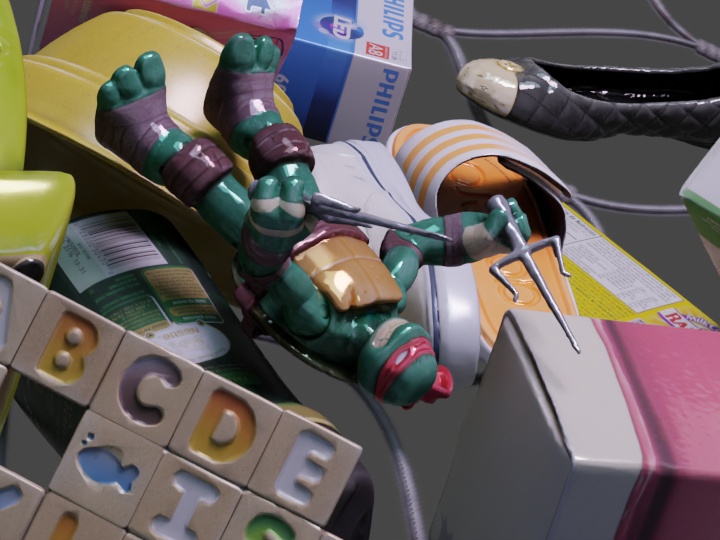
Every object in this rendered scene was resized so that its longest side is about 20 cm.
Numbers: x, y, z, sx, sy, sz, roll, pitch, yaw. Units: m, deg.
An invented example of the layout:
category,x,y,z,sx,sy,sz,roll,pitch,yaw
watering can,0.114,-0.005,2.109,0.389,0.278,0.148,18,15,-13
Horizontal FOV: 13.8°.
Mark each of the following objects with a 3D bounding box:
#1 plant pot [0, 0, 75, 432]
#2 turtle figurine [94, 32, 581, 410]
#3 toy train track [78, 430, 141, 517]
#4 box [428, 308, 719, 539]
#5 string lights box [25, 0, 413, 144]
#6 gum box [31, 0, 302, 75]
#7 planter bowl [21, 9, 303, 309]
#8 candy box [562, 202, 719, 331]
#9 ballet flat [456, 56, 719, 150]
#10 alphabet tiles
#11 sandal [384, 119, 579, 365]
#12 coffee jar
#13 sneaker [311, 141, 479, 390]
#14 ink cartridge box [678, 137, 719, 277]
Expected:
category,x,y,z,sx,sy,sz,roll,pitch,yaw
plant pot,-0.232,-0.008,1.192,0.199,0.200,0.182,-3,42,-32
turtle figurine,-0.014,-0.012,1.197,0.200,0.101,0.149,45,21,25
toy train track,-0.054,0.119,1.128,0.199,0.115,0.033,8,15,11
box,0.147,0.105,1.257,0.199,0.128,0.109,6,33,-19
string lights box,-0.074,-0.131,1.606,0.199,0.059,0.103,14,29,-6
gum box,-0.099,-0.117,1.451,0.113,0.200,0.066,13,68,-8
planter bowl,-0.088,-0.060,1.345,0.200,0.084,0.200,29,-10,6
candy box,0.111,0.021,1.481,0.102,0.027,0.200,-12,41,-41
ballet flat,0.146,-0.105,1.680,0.199,0.057,0.067,3,32,-24
alphabet tiles,-0.094,0.111,1.099,0.199,0.168,0.008,26,-1,5
sandal,0.071,-0.026,1.457,0.079,0.059,0.207,1,35,-19
coffee jar,-0.072,0.068,1.229,0.085,0.105,0.200,-12,41,-28
sneaker,0.000,0.000,1.413,0.070,0.073,0.200,-4,26,-18
ink cartridge box,0.247,0.005,1.412,0.145,0.088,0.200,34,-10,26
